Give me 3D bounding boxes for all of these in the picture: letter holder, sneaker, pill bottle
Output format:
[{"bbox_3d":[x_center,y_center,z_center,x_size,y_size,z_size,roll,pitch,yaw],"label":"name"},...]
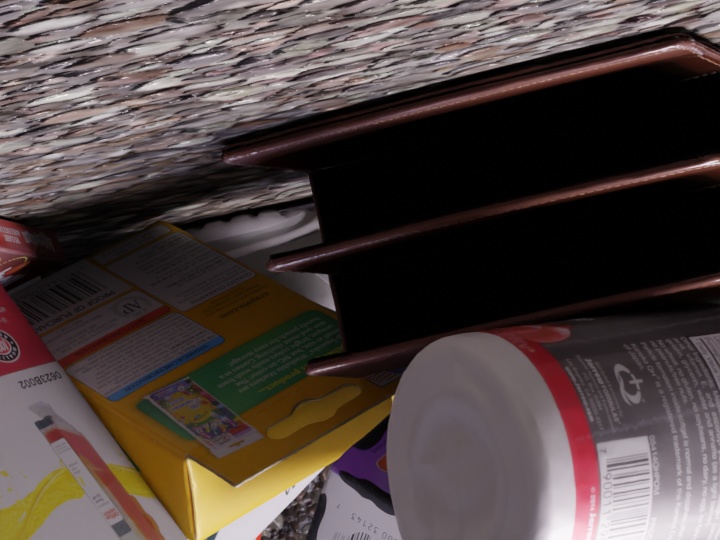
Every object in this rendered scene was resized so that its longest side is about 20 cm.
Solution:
[{"bbox_3d":[0.059,-0.023,1.012,0.199,0.101,0.142,-13,175,17],"label":"letter holder"},{"bbox_3d":[0.000,0.000,1.317,0.198,0.083,0.075,-13,177,9],"label":"sneaker"},{"bbox_3d":[0.119,0.071,1.003,0.199,0.112,0.110,-6,174,-33],"label":"pill bottle"}]

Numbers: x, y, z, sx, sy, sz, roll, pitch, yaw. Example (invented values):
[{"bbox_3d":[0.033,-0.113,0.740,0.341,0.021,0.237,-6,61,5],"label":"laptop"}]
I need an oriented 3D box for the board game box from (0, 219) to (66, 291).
[{"bbox_3d":[-0.199,0.007,1.082,0.102,0.020,0.200,-28,175,5],"label":"board game box"}]

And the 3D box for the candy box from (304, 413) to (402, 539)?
[{"bbox_3d":[0.099,0.126,1.084,0.199,0.072,0.168,30,-146,18],"label":"candy box"}]

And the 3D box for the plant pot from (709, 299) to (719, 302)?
[{"bbox_3d":[0.165,-0.003,1.184,0.199,0.202,0.134,-13,149,17],"label":"plant pot"}]

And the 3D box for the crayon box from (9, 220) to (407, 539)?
[{"bbox_3d":[-0.076,0.054,1.148,0.125,0.052,0.199,-28,-142,-34],"label":"crayon box"}]

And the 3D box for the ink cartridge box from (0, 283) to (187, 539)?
[{"bbox_3d":[-0.162,0.116,1.052,0.083,0.200,0.145,-44,166,28],"label":"ink cartridge box"}]

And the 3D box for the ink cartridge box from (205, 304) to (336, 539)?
[{"bbox_3d":[-0.076,0.132,1.244,0.043,0.175,0.200,23,-143,20],"label":"ink cartridge box"}]

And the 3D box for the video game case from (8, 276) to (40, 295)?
[{"bbox_3d":[-0.292,0.028,1.273,0.199,0.024,0.182,-14,176,20],"label":"video game case"}]
